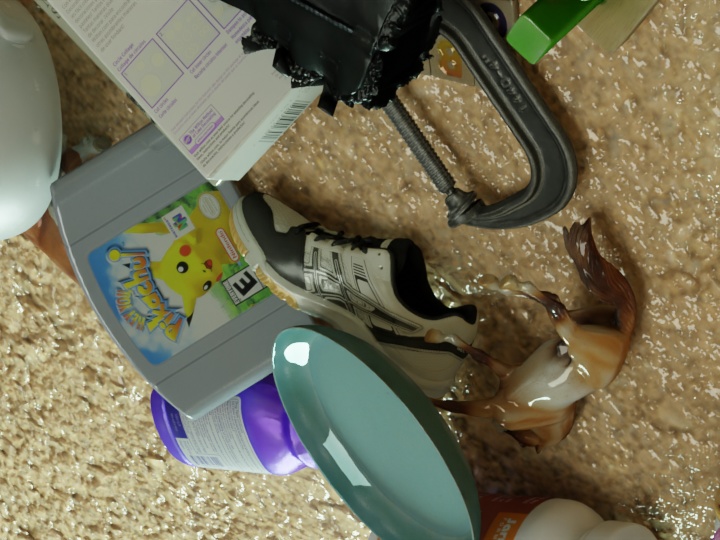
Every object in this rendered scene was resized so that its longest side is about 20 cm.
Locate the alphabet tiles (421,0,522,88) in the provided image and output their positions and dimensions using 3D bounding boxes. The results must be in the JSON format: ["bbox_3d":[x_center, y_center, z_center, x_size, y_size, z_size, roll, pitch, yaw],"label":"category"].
[{"bbox_3d":[0.010,-0.200,1.302,0.199,0.008,0.168,16,131,31],"label":"alphabet tiles"}]

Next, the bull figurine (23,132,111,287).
[{"bbox_3d":[-0.188,-0.022,1.576,0.199,0.065,0.122,36,135,11],"label":"bull figurine"}]

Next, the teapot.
[{"bbox_3d":[-0.310,-0.110,1.506,0.197,0.145,0.202,16,109,55],"label":"teapot"}]

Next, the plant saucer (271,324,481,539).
[{"bbox_3d":[0.015,0.115,1.402,0.200,0.027,0.201,41,152,26],"label":"plant saucer"}]

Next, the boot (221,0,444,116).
[{"bbox_3d":[-0.022,-0.197,1.184,0.162,0.073,0.199,38,133,22],"label":"boot"}]

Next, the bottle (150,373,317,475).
[{"bbox_3d":[-0.067,0.111,1.573,0.199,0.065,0.084,0,122,42],"label":"bottle"}]

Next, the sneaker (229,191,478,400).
[{"bbox_3d":[0.000,0.000,1.436,0.200,0.076,0.088,41,116,14],"label":"sneaker"}]

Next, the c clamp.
[{"bbox_3d":[0.044,-0.102,1.330,0.200,0.027,0.171,51,135,-2],"label":"c clamp"}]

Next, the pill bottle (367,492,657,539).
[{"bbox_3d":[0.108,0.212,1.462,0.199,0.112,0.113,-2,120,42],"label":"pill bottle"}]

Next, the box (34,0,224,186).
[{"bbox_3d":[-0.132,-0.160,1.412,0.200,0.068,0.082,45,139,3],"label":"box"}]

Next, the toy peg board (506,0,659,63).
[{"bbox_3d":[0.097,-0.230,1.125,0.199,0.098,0.200,43,137,5],"label":"toy peg board"}]

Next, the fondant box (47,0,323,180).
[{"bbox_3d":[-0.102,-0.177,1.309,0.144,0.058,0.200,-45,80,14],"label":"fondant box"}]

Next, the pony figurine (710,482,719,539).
[{"bbox_3d":[0.208,0.226,1.309,0.166,0.193,0.201,20,127,20],"label":"pony figurine"}]

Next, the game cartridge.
[{"bbox_3d":[-0.129,0.000,1.496,0.201,0.133,0.040,59,180,-14],"label":"game cartridge"}]

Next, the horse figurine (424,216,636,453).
[{"bbox_3d":[0.117,0.054,1.356,0.132,0.050,0.200,24,133,-19],"label":"horse figurine"}]
